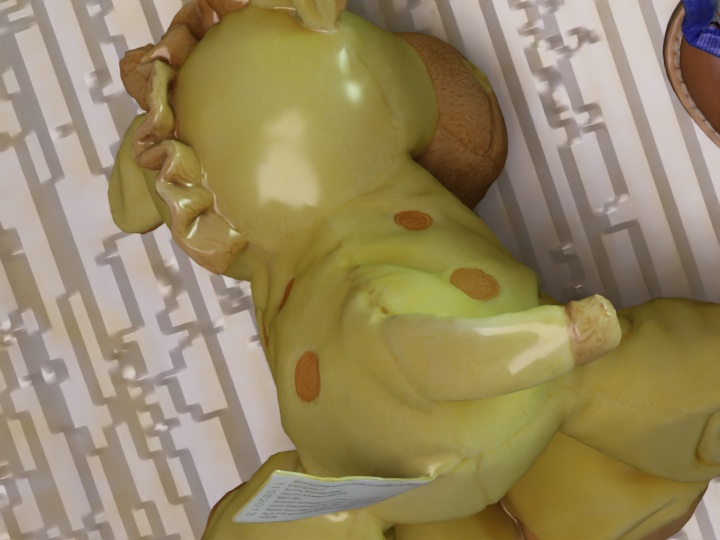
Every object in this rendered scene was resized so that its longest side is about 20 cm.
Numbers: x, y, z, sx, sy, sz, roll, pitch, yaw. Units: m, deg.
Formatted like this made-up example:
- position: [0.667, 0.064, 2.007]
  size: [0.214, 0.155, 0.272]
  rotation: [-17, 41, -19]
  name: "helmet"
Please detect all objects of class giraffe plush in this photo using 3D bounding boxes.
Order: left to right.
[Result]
- position: [0.000, 0.000, 0.782]
  size: [0.172, 0.200, 0.163]
  rotation: [-34, 64, 17]
  name: "giraffe plush"

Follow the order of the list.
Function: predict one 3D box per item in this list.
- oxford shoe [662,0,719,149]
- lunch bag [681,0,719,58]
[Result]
- position: [0.170, -0.021, 0.782]
  size: [0.199, 0.071, 0.072]
  rotation: [30, 105, 5]
  name: "oxford shoe"
- position: [0.198, -0.084, 0.702]
  size: [0.200, 0.124, 0.170]
  rotation: [36, 90, 17]
  name: "lunch bag"
